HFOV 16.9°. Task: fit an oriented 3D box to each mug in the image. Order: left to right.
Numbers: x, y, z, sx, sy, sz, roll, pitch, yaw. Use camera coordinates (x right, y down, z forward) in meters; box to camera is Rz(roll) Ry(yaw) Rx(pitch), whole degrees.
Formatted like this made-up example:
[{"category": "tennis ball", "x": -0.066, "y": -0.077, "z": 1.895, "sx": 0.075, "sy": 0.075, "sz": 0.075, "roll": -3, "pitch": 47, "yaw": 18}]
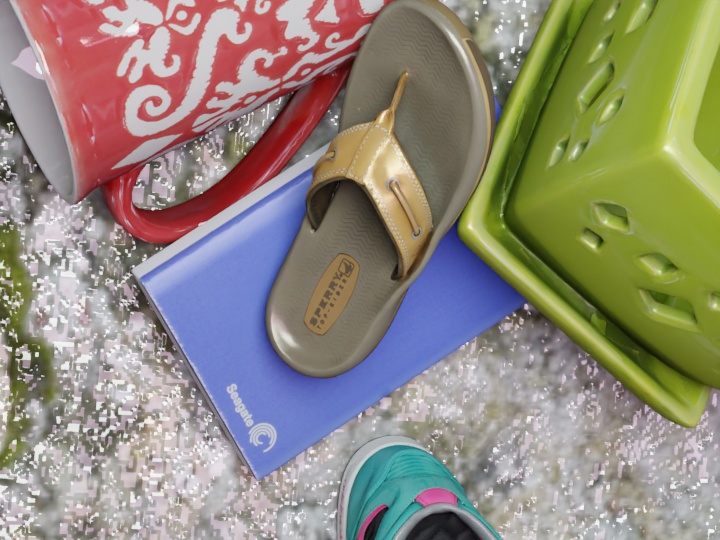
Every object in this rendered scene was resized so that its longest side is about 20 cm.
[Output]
[{"category": "mug", "x": -0.074, "y": -0.122, "z": 1.172, "sx": 0.199, "sy": 0.178, "sz": 0.134, "roll": -25, "pitch": 66, "yaw": -14}]

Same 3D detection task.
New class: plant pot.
[{"category": "plant pot", "x": 0.172, "y": -0.051, "z": 1.168, "sx": 0.200, "sy": 0.181, "sz": 0.200, "roll": 39, "pitch": 55, "yaw": -23}]

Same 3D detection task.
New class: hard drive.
[{"category": "hard drive", "x": 0.000, "y": 0.000, "z": 1.223, "sx": 0.199, "sy": 0.025, "sz": 0.132, "roll": -33, "pitch": 119, "yaw": -8}]

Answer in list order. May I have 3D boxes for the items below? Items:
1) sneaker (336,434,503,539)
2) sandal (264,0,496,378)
[{"category": "sneaker", "x": 0.036, "y": 0.192, "z": 1.223, "sx": 0.083, "sy": 0.121, "sz": 0.202, "roll": -7, "pitch": 99, "yaw": -13}, {"category": "sandal", "x": 0.002, "y": -0.032, "z": 1.136, "sx": 0.080, "sy": 0.054, "sz": 0.201, "roll": 33, "pitch": 114, "yaw": 18}]
